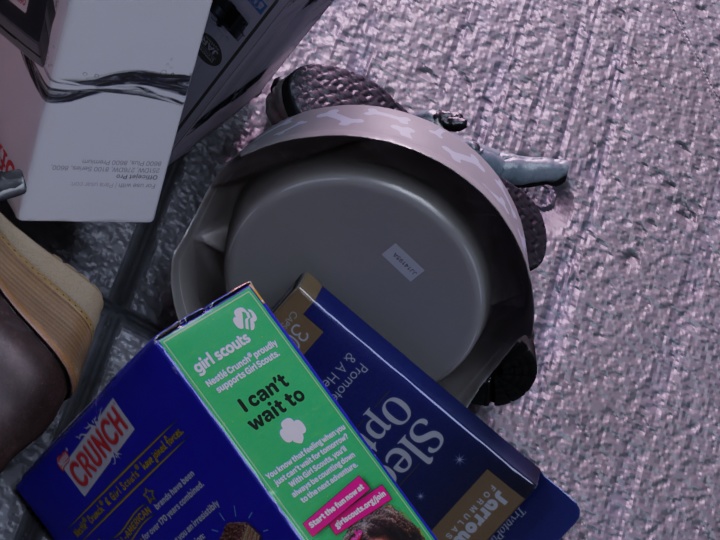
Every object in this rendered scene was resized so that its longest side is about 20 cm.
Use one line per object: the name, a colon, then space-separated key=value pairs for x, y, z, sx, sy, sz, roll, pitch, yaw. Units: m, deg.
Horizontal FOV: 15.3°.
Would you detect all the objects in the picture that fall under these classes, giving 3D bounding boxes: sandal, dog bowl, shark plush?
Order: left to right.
dog bowl: x=0.000 y=0.000 z=1.444 sx=0.200 sy=0.200 sz=0.059 roll=33 pitch=33 yaw=-10
sandal: x=0.025 y=-0.048 z=1.513 sx=0.200 sy=0.045 sz=0.075 roll=31 pitch=49 yaw=-34
shark plush: x=0.032 y=-0.066 z=1.566 sx=0.199 sy=0.083 sz=0.091 roll=22 pitch=54 yaw=-18

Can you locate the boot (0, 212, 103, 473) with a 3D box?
boot: x=-0.242 y=0.027 z=1.357 sx=0.200 sy=0.072 sz=0.167 roll=32 pitch=57 yaw=-2

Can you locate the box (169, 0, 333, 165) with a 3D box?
box: x=-0.068 y=-0.143 z=1.477 sx=0.060 sy=0.200 sz=0.117 roll=46 pitch=52 yaw=3

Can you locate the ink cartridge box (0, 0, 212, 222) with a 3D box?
ink cartridge box: x=-0.146 y=-0.144 z=1.405 sx=0.084 sy=0.201 sz=0.145 roll=0 pitch=33 yaw=-29

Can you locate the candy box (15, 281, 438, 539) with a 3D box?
candy box: x=-0.059 y=0.135 z=1.339 sx=0.077 sy=0.169 sz=0.200 roll=-33 pitch=82 yaw=-43

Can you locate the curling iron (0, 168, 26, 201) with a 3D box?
curling iron: x=-0.266 y=-0.029 z=1.340 sx=0.199 sy=0.026 sz=0.050 roll=-9 pitch=67 yaw=2

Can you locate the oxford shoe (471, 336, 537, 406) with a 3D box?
oxford shoe: x=0.010 y=0.004 z=1.533 sx=0.199 sy=0.073 sz=0.085 roll=29 pitch=36 yaw=-16

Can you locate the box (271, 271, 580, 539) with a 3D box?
box: x=0.008 y=0.110 z=1.429 sx=0.200 sy=0.121 sz=0.032 roll=39 pitch=18 yaw=-6
